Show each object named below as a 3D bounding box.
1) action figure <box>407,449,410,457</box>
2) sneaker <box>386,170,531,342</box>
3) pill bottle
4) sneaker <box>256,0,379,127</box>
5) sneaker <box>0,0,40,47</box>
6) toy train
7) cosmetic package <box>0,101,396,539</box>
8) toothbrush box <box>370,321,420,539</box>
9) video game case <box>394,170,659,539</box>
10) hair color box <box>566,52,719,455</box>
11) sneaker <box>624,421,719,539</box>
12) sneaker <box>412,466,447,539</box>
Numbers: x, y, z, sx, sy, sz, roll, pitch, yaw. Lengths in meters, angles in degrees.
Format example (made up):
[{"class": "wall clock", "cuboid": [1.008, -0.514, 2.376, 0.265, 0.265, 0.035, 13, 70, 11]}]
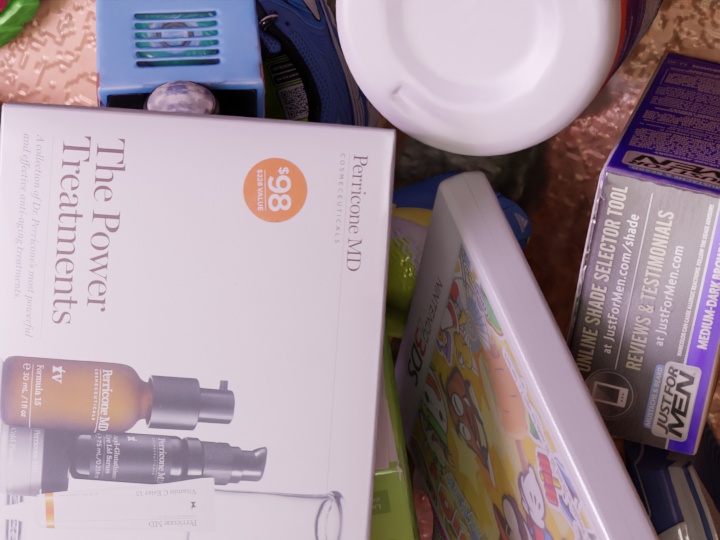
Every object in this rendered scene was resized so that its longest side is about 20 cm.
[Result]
[{"class": "action figure", "cuboid": [-0.023, 0.170, 1.298, 0.065, 0.052, 0.201, 14, 113, 6]}, {"class": "sneaker", "cuboid": [0.000, 0.000, 1.227, 0.200, 0.105, 0.076, -2, 106, 49]}, {"class": "pill bottle", "cuboid": [0.068, -0.124, 1.092, 0.111, 0.200, 0.112, 5, 108, 14]}, {"class": "sneaker", "cuboid": [-0.054, -0.127, 1.187, 0.078, 0.089, 0.200, -21, 100, 20]}, {"class": "sneaker", "cuboid": [-0.179, -0.167, 1.231, 0.200, 0.077, 0.084, -46, 53, 32]}, {"class": "toy train", "cuboid": [-0.074, -0.022, 1.132, 0.086, 0.114, 0.200, -2, 139, -3]}, {"class": "cosmetic package", "cuboid": [-0.067, 0.040, 1.016, 0.150, 0.052, 0.201, 3, 93, -1]}, {"class": "toothbrush box", "cuboid": [-0.047, 0.119, 1.144, 0.145, 0.086, 0.200, -8, 139, 2]}, {"class": "video game case", "cuboid": [0.065, 0.090, 1.063, 0.023, 0.182, 0.200, -16, 62, -16]}, {"class": "hair color box", "cuboid": [0.133, -0.013, 1.108, 0.065, 0.200, 0.110, 14, 111, 11]}, {"class": "sneaker", "cuboid": [0.132, 0.175, 1.234, 0.115, 0.081, 0.200, -11, 105, 17]}, {"class": "sneaker", "cuboid": [0.083, 0.142, 1.186, 0.088, 0.081, 0.200, -44, 55, 45]}]
